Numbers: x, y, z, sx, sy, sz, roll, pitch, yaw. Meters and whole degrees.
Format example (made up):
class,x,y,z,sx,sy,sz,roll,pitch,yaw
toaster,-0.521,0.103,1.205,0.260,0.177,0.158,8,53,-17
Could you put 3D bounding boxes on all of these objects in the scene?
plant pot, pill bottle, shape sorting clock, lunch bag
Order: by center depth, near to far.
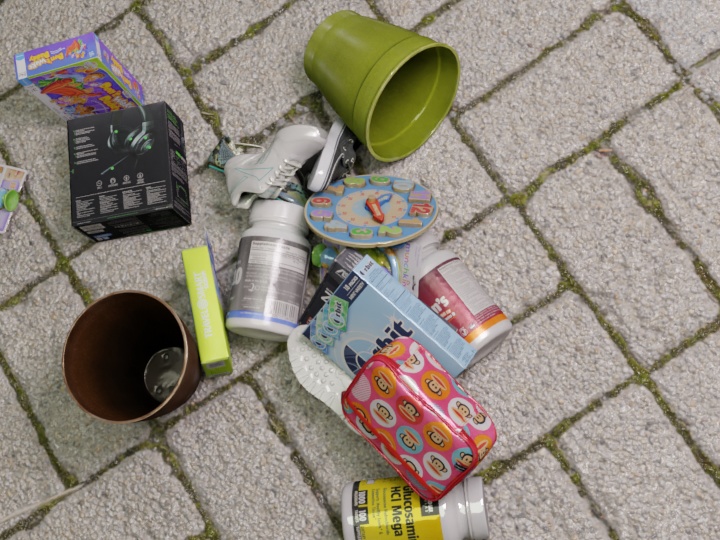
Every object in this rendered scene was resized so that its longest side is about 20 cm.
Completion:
class,x,y,z,sx,sy,sz,roll,pitch,yaw
lunch bag,0.070,0.205,1.346,0.200,0.176,0.082,45,46,11
pill bottle,0.078,0.345,1.413,0.199,0.112,0.113,-9,75,7
shape sorting clock,0.016,-0.092,1.472,0.198,0.039,0.201,1,35,-1
pill bottle,0.124,0.040,1.482,0.109,0.110,0.200,-38,73,-1
plant pot,-0.312,0.143,1.485,0.186,0.200,0.188,-3,75,10
pill bottle,-0.136,0.000,1.535,0.113,0.114,0.201,6,77,11
plant pot,0.019,-0.305,1.558,0.193,0.200,0.201,40,85,29

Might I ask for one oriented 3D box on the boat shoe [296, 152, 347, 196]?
class,x,y,z,sx,sy,sz,roll,pitch,yaw
boat shoe,-0.053,-0.137,1.580,0.072,0.068,0.201,-31,72,3

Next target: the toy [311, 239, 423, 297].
class,x,y,z,sx,sy,sz,roll,pitch,yaw
toy,0.000,0.000,1.484,0.199,0.047,0.116,19,110,43

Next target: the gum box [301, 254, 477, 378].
class,x,y,z,sx,sy,sz,roll,pitch,yaw
gum box,0.036,0.100,1.389,0.200,0.170,0.045,42,45,2

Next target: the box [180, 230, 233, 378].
class,x,y,z,sx,sy,sz,roll,pitch,yaw
box,-0.235,0.054,1.532,0.047,0.122,0.201,-11,75,-7

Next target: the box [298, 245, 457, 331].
class,x,y,z,sx,sy,sz,roll,pitch,yaw
box,0.023,0.079,1.451,0.200,0.161,0.049,38,45,5

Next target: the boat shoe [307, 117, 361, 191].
class,x,y,z,sx,sy,sz,roll,pitch,yaw
boat shoe,-0.034,-0.176,1.536,0.056,0.200,0.069,24,123,-5

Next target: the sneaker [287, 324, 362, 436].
class,x,y,z,sx,sy,sz,roll,pitch,yaw
sneaker,-0.038,0.168,1.481,0.076,0.081,0.200,-38,81,-4

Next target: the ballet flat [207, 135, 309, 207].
class,x,y,z,sx,sy,sz,roll,pitch,yaw
ballet flat,-0.154,-0.159,1.595,0.199,0.074,0.075,27,82,15

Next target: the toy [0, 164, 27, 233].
class,x,y,z,sx,sy,sz,roll,pitch,yaw
toy,-0.674,-0.140,1.688,0.199,0.047,0.116,13,77,12

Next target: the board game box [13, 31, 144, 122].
class,x,y,z,sx,sy,sz,roll,pitch,yaw
board game box,-0.450,-0.304,1.619,0.134,0.200,0.045,-14,75,6

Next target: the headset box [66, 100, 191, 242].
class,x,y,z,sx,sy,sz,roll,pitch,yaw
headset box,-0.377,-0.166,1.628,0.173,0.093,0.201,-10,74,7

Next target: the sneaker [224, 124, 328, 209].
class,x,y,z,sx,sy,sz,roll,pitch,yaw
sneaker,-0.123,-0.151,1.492,0.200,0.070,0.081,-26,58,35
